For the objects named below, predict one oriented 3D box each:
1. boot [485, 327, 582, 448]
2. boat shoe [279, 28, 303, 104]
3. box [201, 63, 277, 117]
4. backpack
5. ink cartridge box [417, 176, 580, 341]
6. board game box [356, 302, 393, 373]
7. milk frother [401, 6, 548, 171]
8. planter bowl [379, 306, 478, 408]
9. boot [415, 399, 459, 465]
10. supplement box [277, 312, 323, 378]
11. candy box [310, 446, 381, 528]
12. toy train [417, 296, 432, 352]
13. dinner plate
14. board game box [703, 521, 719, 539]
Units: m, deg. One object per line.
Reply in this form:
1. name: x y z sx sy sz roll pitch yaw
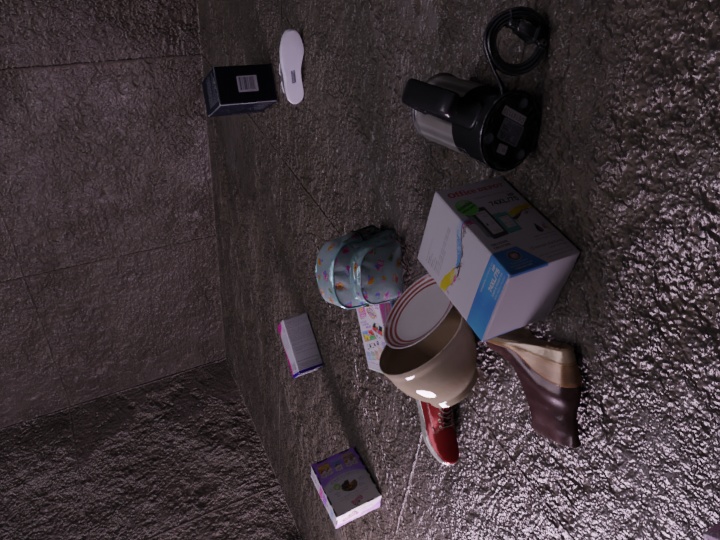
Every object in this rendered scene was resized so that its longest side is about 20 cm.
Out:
1. boot: 0.285 0.193 0.956 0.199 0.071 0.171 13 113 59
2. boat shoe: -0.200 -0.582 1.602 0.068 0.071 0.203 47 150 43
3. box: -0.401 -0.592 1.867 0.196 0.196 0.127 4 106 64
4. backpack: 0.000 0.000 1.317 0.153 0.196 0.180 27 127 57
5. ink cartridge box: 0.212 -0.025 0.911 0.201 0.144 0.148 55 149 37
6. board game box: 0.050 0.167 1.488 0.152 0.040 0.205 1 103 65
7. milk frother: 0.184 -0.289 0.880 0.202 0.179 0.188 -54 39 3
8. planter bowl: 0.154 0.183 1.129 0.136 0.200 0.199 52 161 -17
9. boot: 0.188 0.321 1.242 0.144 0.071 0.204 -48 56 60
10. supplement box: -0.221 0.272 2.056 0.204 0.101 0.101 70 156 10
11. candy box: -0.049 0.700 1.835 0.201 0.165 0.073 51 147 42
12. toy train: 0.137 0.146 1.245 0.056 0.041 0.205 -141 53 -79
13. dinner plate: 0.126 0.081 1.145 0.024 0.202 0.199 42 164 -20
14. board game box: 0.507 0.421 0.635 0.199 0.043 0.204 -5 97 66
